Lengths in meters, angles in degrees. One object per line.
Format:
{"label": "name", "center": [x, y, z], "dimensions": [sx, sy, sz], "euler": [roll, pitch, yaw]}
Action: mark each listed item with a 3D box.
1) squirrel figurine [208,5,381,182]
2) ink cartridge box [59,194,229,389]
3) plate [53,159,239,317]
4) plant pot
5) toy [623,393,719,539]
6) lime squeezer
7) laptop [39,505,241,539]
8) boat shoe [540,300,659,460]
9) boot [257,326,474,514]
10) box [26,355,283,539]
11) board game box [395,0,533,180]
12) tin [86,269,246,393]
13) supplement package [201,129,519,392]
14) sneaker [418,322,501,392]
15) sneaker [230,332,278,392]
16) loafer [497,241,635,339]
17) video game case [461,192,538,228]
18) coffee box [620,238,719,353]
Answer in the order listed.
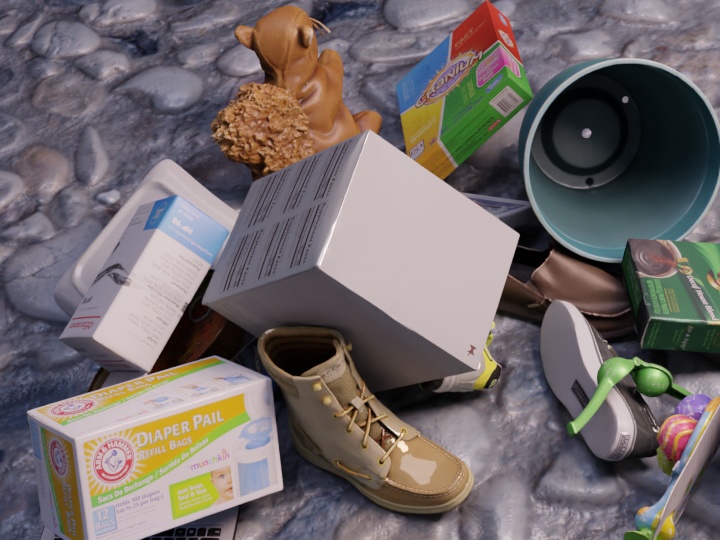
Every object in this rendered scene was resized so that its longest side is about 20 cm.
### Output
{"label": "squirrel figurine", "center": [-0.081, -0.190, 1.782], "dimensions": [0.141, 0.187, 0.200], "euler": [10, 46, 21]}
{"label": "ink cartridge box", "center": [-0.217, 0.032, 1.523], "dimensions": [0.201, 0.067, 0.116], "euler": [-61, 21, -17]}
{"label": "plate", "center": [-0.220, -0.008, 1.671], "dimensions": [0.200, 0.032, 0.199], "euler": [-51, 51, -3]}
{"label": "plant pot", "center": [0.248, -0.129, 1.634], "dimensions": [0.199, 0.201, 0.188], "euler": [-13, 16, -2]}
{"label": "toy", "center": [0.274, 0.157, 1.365], "dimensions": [0.047, 0.115, 0.200], "euler": [22, 56, 17]}
{"label": "lime squeezer", "center": [0.254, 0.109, 1.420], "dimensions": [0.199, 0.038, 0.071], "euler": [3, 42, -35]}
{"label": "laptop", "center": [-0.216, 0.230, 1.406], "dimensions": [0.186, 0.116, 0.201], "euler": [-1, 43, 10]}
{"label": "boat shoe", "center": [0.223, 0.106, 1.495], "dimensions": [0.056, 0.069, 0.200], "euler": [10, 35, -23]}
{"label": "boot", "center": [0.003, 0.131, 1.433], "dimensions": [0.199, 0.156, 0.073], "euler": [22, 57, 34]}
{"label": "box", "center": [-0.182, 0.160, 1.419], "dimensions": [0.199, 0.113, 0.101], "euler": [-16, 18, -33]}
{"label": "board game box", "center": [0.112, -0.199, 1.781], "dimensions": [0.153, 0.040, 0.200], "euler": [-42, 26, 20]}
{"label": "tin", "center": [-0.188, 0.087, 1.557], "dimensions": [0.200, 0.042, 0.112], "euler": [-48, 43, 0]}
{"label": "supplement package", "center": [0.000, 0.000, 1.472], "dimensions": [0.200, 0.191, 0.148], "euler": [-17, 46, 53]}
{"label": "sneaker", "center": [0.089, 0.053, 1.583], "dimensions": [0.076, 0.076, 0.201], "euler": [13, 38, -15]}
{"label": "sneaker", "center": [-0.079, 0.048, 1.618], "dimensions": [0.085, 0.077, 0.201], "euler": [14, 56, 17]}
{"label": "loafer", "center": [0.197, 0.014, 1.586], "dimensions": [0.199, 0.071, 0.073], "euler": [10, 46, 21]}
{"label": "video game case", "center": [0.065, -0.061, 1.649], "dimensions": [0.181, 0.023, 0.200], "euler": [9, 14, 28]}
{"label": "coffee box", "center": [0.356, 0.026, 1.525], "dimensions": [0.199, 0.044, 0.123], "euler": [4, 40, -6]}
